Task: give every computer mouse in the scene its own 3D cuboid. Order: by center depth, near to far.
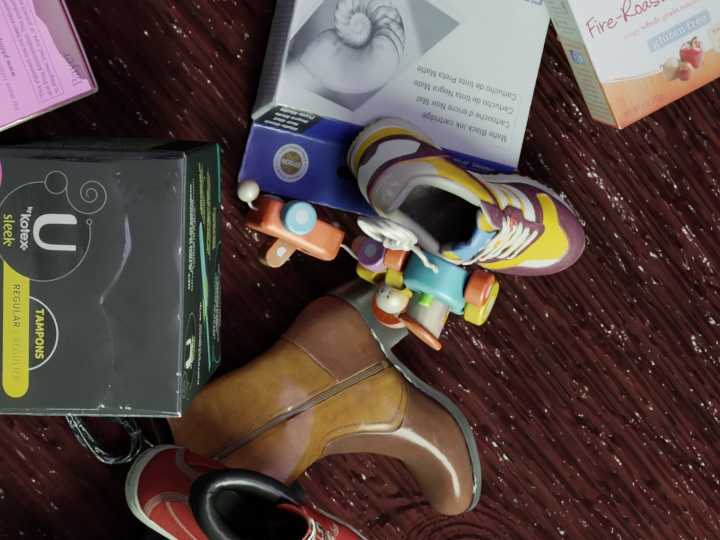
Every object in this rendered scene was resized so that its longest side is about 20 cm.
[{"bbox_3d":[-0.116,0.128,1.272,0.199,0.034,0.059,30,84,-24],"label":"computer mouse"}]

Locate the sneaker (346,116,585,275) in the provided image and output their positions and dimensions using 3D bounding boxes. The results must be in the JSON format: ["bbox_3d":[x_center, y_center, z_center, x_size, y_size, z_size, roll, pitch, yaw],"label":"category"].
[{"bbox_3d":[0.080,-0.029,1.293,0.199,0.090,0.075,21,116,-29],"label":"sneaker"}]

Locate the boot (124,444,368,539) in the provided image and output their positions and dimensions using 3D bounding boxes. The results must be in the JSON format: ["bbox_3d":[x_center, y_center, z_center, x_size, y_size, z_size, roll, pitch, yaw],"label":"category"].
[{"bbox_3d":[-0.036,0.174,1.162,0.199,0.144,0.073,32,76,-26],"label":"boot"}]

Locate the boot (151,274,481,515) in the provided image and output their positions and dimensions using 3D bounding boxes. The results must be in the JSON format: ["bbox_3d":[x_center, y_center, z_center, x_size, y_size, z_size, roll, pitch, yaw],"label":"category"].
[{"bbox_3d":[-0.023,0.126,1.267,0.200,0.068,0.189,-36,109,-35],"label":"boot"}]

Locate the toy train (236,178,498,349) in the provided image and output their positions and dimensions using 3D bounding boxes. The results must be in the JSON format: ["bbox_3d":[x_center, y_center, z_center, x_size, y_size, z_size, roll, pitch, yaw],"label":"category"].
[{"bbox_3d":[0.000,0.000,1.221,0.150,0.200,0.056,26,86,-27],"label":"toy train"}]

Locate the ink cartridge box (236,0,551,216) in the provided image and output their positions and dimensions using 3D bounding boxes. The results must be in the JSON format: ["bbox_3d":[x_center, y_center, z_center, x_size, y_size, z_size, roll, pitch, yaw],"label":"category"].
[{"bbox_3d":[0.029,-0.135,1.305,0.198,0.041,0.202,12,91,-26],"label":"ink cartridge box"}]

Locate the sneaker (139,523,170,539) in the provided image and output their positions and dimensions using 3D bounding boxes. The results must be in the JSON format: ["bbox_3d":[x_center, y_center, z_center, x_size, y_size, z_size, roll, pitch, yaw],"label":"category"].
[{"bbox_3d":[-0.148,0.204,1.231,0.199,0.072,0.084,-8,97,-36],"label":"sneaker"}]

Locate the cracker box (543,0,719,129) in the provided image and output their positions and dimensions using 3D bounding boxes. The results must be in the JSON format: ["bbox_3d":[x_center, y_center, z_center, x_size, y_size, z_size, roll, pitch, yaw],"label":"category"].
[{"bbox_3d":[0.190,-0.218,1.308,0.133,0.058,0.201,-28,107,-8],"label":"cracker box"}]

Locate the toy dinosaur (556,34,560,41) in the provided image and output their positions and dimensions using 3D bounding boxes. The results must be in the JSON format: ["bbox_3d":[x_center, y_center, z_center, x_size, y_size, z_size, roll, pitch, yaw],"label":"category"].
[{"bbox_3d":[0.183,-0.254,1.354,0.105,0.060,0.202,1,95,-24],"label":"toy dinosaur"}]

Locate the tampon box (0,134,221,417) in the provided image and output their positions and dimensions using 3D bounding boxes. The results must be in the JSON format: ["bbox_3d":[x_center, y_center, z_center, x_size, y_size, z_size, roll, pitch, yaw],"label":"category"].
[{"bbox_3d":[-0.155,-0.003,1.129,0.125,0.200,0.151,1,95,1],"label":"tampon box"}]

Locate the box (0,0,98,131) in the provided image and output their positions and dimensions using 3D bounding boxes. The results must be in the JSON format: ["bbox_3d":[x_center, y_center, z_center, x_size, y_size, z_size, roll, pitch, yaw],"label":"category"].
[{"bbox_3d":[-0.277,-0.106,1.088,0.199,0.176,0.097,-26,100,-19],"label":"box"}]
